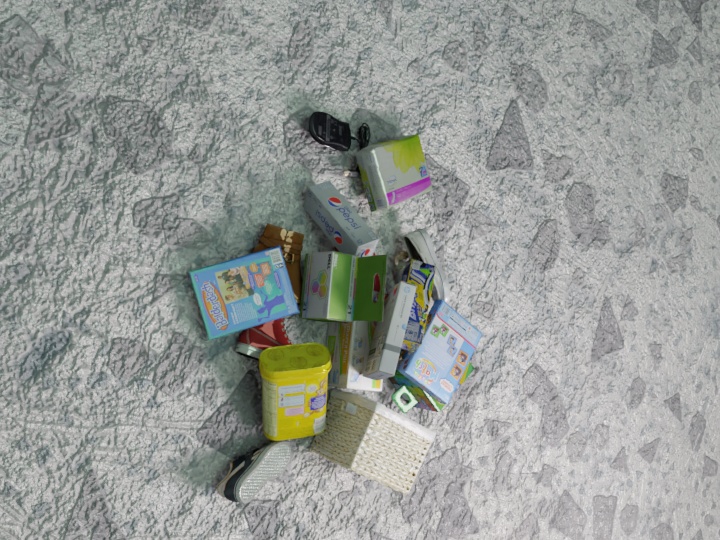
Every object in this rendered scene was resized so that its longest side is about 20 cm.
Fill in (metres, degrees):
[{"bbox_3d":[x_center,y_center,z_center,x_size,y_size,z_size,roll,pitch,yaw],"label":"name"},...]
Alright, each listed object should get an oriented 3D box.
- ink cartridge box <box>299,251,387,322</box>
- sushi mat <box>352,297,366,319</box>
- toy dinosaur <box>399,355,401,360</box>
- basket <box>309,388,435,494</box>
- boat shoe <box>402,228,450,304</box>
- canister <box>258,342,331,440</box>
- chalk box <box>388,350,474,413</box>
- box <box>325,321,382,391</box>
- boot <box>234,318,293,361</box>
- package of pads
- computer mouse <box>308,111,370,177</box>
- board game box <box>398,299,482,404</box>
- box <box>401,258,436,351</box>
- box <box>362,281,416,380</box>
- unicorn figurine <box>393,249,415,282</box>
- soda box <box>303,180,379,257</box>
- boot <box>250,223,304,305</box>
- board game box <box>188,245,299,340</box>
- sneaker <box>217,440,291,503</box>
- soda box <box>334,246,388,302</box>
[{"bbox_3d":[-0.038,0.034,1.587,0.076,0.200,0.148,11,81,-38],"label":"ink cartridge box"},{"bbox_3d":[-0.041,0.063,1.670,0.012,0.200,0.096,18,78,-35],"label":"sushi mat"},{"bbox_3d":[0.059,0.178,1.786,0.047,0.200,0.088,6,122,-15],"label":"toy dinosaur"},{"bbox_3d":[0.026,0.391,1.713,0.200,0.198,0.161,31,76,-30],"label":"basket"},{"bbox_3d":[0.158,-0.003,1.822,0.066,0.072,0.200,-16,86,-27],"label":"boat shoe"},{"bbox_3d":[-0.142,0.264,1.602,0.148,0.087,0.200,-5,123,-14],"label":"canister"},{"bbox_3d":[0.160,0.265,1.849,0.200,0.124,0.125,-47,113,-26],"label":"chalk box"},{"bbox_3d":[-0.011,0.176,1.742,0.101,0.112,0.200,11,81,-34],"label":"box"},{"bbox_3d":[-0.167,0.149,1.662,0.200,0.072,0.144,28,72,-27],"label":"boot"},{"bbox_3d":[0.085,-0.245,1.826,0.200,0.068,0.155,-27,106,-45],"label":"package of pads"},{"bbox_3d":[-0.056,-0.293,1.768,0.200,0.046,0.141,4,83,-45],"label":"computer mouse"},{"bbox_3d":[0.194,0.195,1.781,0.151,0.037,0.200,39,67,-24],"label":"board game box"},{"bbox_3d":[0.120,0.080,1.719,0.064,0.070,0.200,17,66,-8],"label":"box"},{"bbox_3d":[0.062,0.136,1.632,0.041,0.156,0.200,16,75,-8],"label":"box"},{"bbox_3d":[0.129,0.043,1.875,0.137,0.074,0.200,-18,83,-33],"label":"unicorn figurine"},{"bbox_3d":[-0.046,-0.109,1.687,0.063,0.068,0.200,-22,60,-33],"label":"soda box"},{"bbox_3d":[-0.151,-0.008,1.669,0.200,0.074,0.155,22,80,-29],"label":"boot"},{"bbox_3d":[-0.247,0.046,1.580,0.200,0.045,0.152,-16,93,-15],"label":"board game box"},{"bbox_3d":[-0.231,0.427,1.611,0.200,0.079,0.079,-29,113,-57],"label":"sneaker"},{"bbox_3d":[0.000,0.000,1.714,0.063,0.070,0.200,19,37,-32],"label":"soda box"}]
